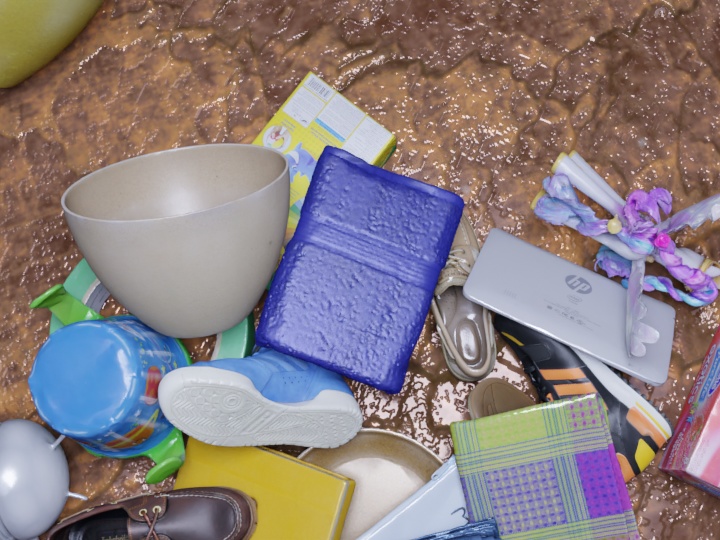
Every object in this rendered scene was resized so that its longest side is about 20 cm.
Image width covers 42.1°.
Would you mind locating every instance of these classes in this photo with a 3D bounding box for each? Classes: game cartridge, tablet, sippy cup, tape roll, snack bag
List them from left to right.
[{"bbox_3d":[-0.227,0.100,0.837,0.176,0.130,0.141,17,81,7],"label":"sippy cup"},{"bbox_3d":[-0.206,0.062,0.933,0.198,0.048,0.203,-1,80,3],"label":"tape roll"},{"bbox_3d":[-0.110,0.265,0.870,0.175,0.032,0.202,15,86,25],"label":"game cartridge"},{"bbox_3d":[0.072,0.294,0.845,0.188,0.021,0.201,-36,99,-8],"label":"snack bag"},{"bbox_3d":[0.202,0.029,0.890,0.198,0.130,0.014,25,127,7],"label":"tablet"}]

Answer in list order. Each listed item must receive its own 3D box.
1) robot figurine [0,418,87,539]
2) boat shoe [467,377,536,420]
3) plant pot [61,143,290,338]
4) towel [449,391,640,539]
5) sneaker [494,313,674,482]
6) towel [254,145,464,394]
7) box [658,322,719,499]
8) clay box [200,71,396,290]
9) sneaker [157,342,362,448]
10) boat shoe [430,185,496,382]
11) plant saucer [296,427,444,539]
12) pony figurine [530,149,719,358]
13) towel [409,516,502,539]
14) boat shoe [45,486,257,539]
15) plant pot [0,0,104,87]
[{"bbox_3d":[-0.363,0.206,0.882,0.198,0.113,0.171,-13,120,1],"label":"robot figurine"},{"bbox_3d":[0.158,0.194,0.875,0.072,0.072,0.201,-37,89,-28],"label":"boat shoe"},{"bbox_3d":[-0.153,-0.020,0.842,0.198,0.201,0.136,-6,114,2],"label":"plant pot"},{"bbox_3d":[0.165,0.213,0.816,0.142,0.023,0.202,-15,97,13],"label":"towel"},{"bbox_3d":[0.194,0.120,0.887,0.200,0.070,0.090,39,82,8],"label":"sneaker"},{"bbox_3d":[0.000,0.000,0.867,0.146,0.050,0.202,21,75,-3],"label":"towel"},{"bbox_3d":[0.371,0.117,0.864,0.102,0.095,0.201,26,82,7],"label":"box"},{"bbox_3d":[-0.067,-0.087,0.951,0.115,0.048,0.201,38,85,9],"label":"clay box"},{"bbox_3d":[-0.099,0.099,0.865,0.198,0.112,0.077,11,121,-30],"label":"sneaker"},{"bbox_3d":[0.093,0.007,0.916,0.071,0.065,0.202,-17,79,0],"label":"boat shoe"},{"bbox_3d":[0.008,0.253,0.891,0.198,0.035,0.203,-1,79,4],"label":"plant saucer"},{"bbox_3d":[0.255,-0.031,0.859,0.199,0.193,0.167,36,107,11],"label":"pony figurine"},{"bbox_3d":[0.033,0.287,0.796,0.198,0.049,0.113,-13,100,-7],"label":"towel"},{"bbox_3d":[-0.194,0.241,0.856,0.198,0.070,0.071,-16,71,18],"label":"boat shoe"},{"bbox_3d":[-0.372,-0.274,0.947,0.199,0.200,0.143,35,110,9],"label":"plant pot"}]
